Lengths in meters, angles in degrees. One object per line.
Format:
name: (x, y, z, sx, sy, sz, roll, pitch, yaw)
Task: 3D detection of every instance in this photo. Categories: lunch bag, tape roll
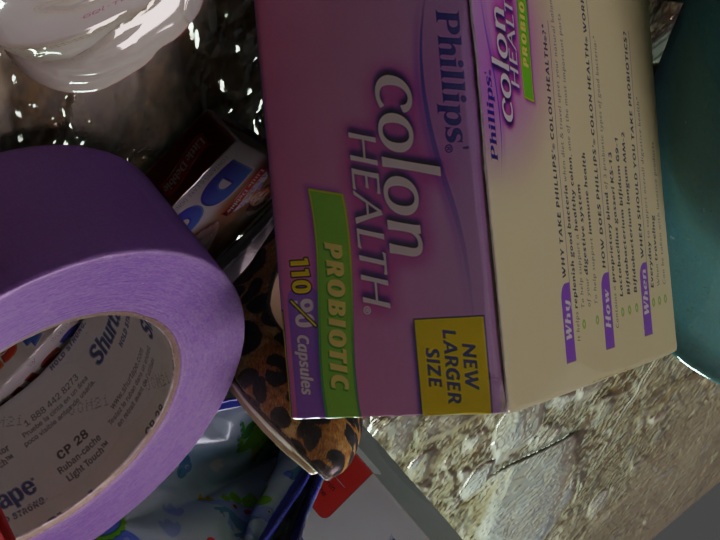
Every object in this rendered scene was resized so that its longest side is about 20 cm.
lunch bag: (-0.107, 0.144, 1.117, 0.200, 0.128, 0.170, -33, 170, -32)
tape roll: (-0.146, 0.046, 0.905, 0.200, 0.066, 0.201, -30, 150, -19)

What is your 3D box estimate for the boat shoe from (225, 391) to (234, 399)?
boat shoe: (-0.021, 0.021, 1.124, 0.200, 0.068, 0.075, -48, 161, 21)

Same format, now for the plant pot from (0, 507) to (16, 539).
plant pot: (-0.216, 0.058, 0.678, 0.177, 0.201, 0.201, -28, 157, -10)

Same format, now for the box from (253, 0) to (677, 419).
box: (0.050, -0.038, 0.943, 0.096, 0.177, 0.200, -3, -176, 27)

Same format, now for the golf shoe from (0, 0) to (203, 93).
golf shoe: (-0.055, -0.142, 0.729, 0.200, 0.075, 0.091, -47, 156, 7)

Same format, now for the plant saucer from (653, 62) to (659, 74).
plant saucer: (0.135, -0.047, 1.193, 0.199, 0.036, 0.200, -9, 158, -3)

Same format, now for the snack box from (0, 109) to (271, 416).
snack box: (-0.115, 0.013, 0.998, 0.200, 0.024, 0.072, -46, 158, 8)

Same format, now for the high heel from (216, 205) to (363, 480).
high heel: (0.000, 0.000, 0.994, 0.142, 0.200, 0.071, -43, 120, 10)

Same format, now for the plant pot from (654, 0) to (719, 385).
plant pot: (0.217, -0.047, 1.050, 0.200, 0.200, 0.188, -24, 149, -42)

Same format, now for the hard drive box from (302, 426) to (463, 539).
hard drive box: (-0.049, 0.187, 1.285, 0.200, 0.156, 0.077, -46, 159, 7)

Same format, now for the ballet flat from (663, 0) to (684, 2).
ballet flat: (0.208, -0.213, 1.101, 0.200, 0.068, 0.075, -38, 134, -3)
